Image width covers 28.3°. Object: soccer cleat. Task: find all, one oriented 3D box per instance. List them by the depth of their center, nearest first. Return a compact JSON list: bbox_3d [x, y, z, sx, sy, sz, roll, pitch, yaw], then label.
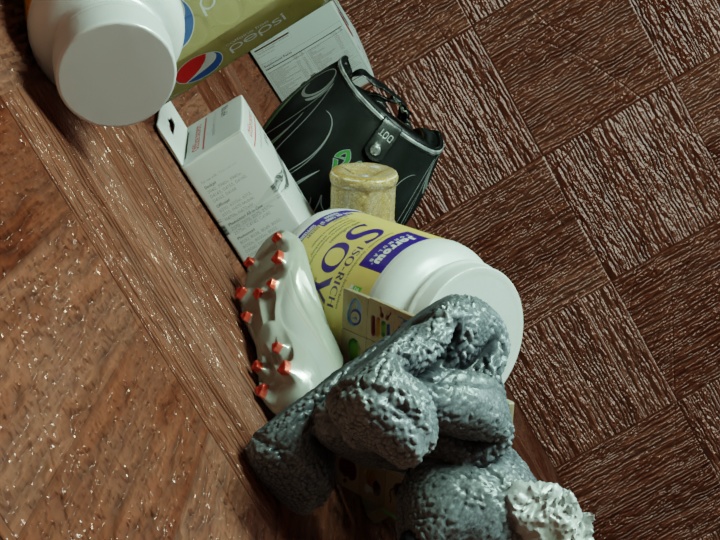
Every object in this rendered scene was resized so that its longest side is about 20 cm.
[{"bbox_3d":[-0.054,0.049,1.167,0.077,0.069,0.201,33,30,-33],"label":"soccer cleat"}]

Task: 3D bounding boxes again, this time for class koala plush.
[{"bbox_3d":[0.063,0.137,0.974,0.183,0.177,0.201,-35,90,-38],"label":"koala plush"}]

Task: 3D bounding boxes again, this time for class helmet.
[{"bbox_3d":[-0.025,-0.103,1.488,0.199,0.191,0.200,37,18,-14],"label":"helmet"}]

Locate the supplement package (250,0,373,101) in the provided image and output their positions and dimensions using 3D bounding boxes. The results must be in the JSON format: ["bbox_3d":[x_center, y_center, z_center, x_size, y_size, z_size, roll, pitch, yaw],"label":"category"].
[{"bbox_3d":[-0.100,-0.377,2.182,0.201,0.146,0.192,56,8,-37],"label":"supplement package"}]

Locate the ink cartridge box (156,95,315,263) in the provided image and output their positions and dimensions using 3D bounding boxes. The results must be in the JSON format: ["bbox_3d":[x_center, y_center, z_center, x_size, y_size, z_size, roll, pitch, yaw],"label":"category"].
[{"bbox_3d":[-0.107,-0.082,1.325,0.201,0.066,0.116,58,8,-22],"label":"ink cartridge box"}]

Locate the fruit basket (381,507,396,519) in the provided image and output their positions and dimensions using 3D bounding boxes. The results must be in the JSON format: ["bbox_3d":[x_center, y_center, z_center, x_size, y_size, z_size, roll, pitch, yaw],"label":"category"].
[{"bbox_3d":[0.067,0.170,1.247,0.185,0.094,0.200,37,9,-38],"label":"fruit basket"}]

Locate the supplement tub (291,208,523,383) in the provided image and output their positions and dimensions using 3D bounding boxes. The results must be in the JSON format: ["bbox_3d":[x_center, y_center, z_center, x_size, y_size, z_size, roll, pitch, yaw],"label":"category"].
[{"bbox_3d":[0.028,0.035,1.230,0.199,0.146,0.146,19,-28,49],"label":"supplement tub"}]

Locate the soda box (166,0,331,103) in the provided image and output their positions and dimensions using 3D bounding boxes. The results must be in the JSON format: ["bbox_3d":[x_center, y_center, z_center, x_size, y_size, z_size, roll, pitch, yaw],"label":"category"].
[{"bbox_3d":[-0.122,-0.212,1.185,0.068,0.199,0.064,61,7,13],"label":"soda box"}]

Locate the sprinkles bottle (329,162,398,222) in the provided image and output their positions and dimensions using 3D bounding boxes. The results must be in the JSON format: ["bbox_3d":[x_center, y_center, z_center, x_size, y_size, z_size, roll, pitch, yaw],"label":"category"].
[{"bbox_3d":[0.000,0.000,1.384,0.068,0.067,0.203,-99,-170,-71],"label":"sprinkles bottle"}]

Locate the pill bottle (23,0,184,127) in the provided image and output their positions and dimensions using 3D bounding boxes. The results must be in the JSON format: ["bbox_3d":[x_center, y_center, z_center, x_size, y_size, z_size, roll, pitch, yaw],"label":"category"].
[{"bbox_3d":[-0.186,-0.192,1.025,0.111,0.110,0.201,54,10,-41],"label":"pill bottle"}]

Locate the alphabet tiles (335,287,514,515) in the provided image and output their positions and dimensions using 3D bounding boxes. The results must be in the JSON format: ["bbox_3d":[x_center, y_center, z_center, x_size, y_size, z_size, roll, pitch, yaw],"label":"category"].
[{"bbox_3d":[0.045,0.118,1.102,0.199,0.007,0.170,21,-67,49],"label":"alphabet tiles"}]

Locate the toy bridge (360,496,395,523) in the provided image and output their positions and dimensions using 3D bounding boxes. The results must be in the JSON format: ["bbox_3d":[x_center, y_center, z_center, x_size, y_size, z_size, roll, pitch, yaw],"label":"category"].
[{"bbox_3d":[0.051,0.248,1.316,0.201,0.027,0.067,56,7,-36],"label":"toy bridge"}]
